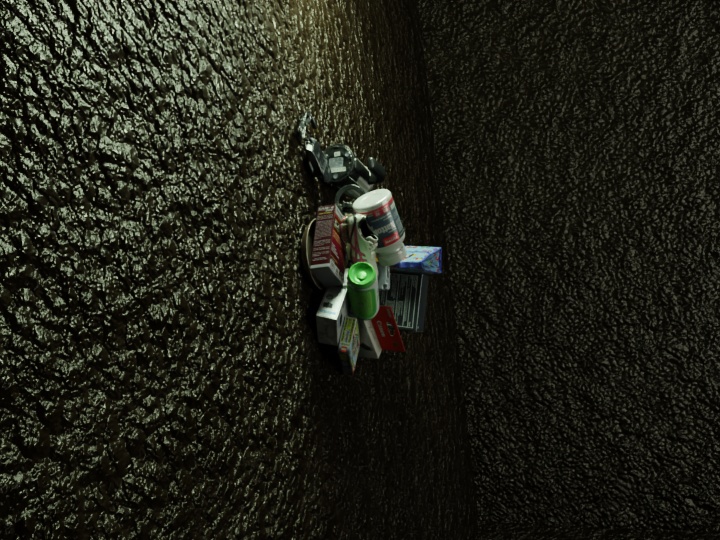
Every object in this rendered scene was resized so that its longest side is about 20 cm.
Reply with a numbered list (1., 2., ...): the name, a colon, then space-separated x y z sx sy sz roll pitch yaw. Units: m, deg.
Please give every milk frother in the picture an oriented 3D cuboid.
1. milk frother: -0.028 -0.259 1.710 0.188 0.178 0.203 24 83 -66

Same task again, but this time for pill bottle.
1. pill bottle: 0.064 -0.121 1.596 0.120 0.118 0.202 -66 138 -55

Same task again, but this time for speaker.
1. speaker: 0.009 0.062 1.544 0.201 0.087 0.090 83 12 -57

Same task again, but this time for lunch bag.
1. lunch bag: 0.174 -0.027 1.878 0.199 0.148 0.096 -16 108 -60

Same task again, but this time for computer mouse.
1. computer mouse: -0.139 -0.354 1.584 0.142 0.045 0.201 -84 153 -43

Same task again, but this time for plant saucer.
1. plant saucer: -0.122 -0.044 1.548 0.200 0.032 0.204 -7 90 -71

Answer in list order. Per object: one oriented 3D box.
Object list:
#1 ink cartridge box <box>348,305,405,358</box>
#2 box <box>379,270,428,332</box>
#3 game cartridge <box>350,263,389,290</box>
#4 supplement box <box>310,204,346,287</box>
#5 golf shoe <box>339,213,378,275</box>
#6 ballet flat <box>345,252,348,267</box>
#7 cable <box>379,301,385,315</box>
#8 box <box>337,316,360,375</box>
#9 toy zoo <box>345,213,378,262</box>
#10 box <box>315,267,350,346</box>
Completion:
1. ink cartridge box: 0.033 0.193 1.707 0.044 0.171 0.202 -59 141 -43
2. box: 0.128 0.106 1.930 0.123 0.195 0.204 13 83 -69
3. game cartridge: 0.031 -0.029 1.831 0.041 0.131 0.204 30 58 -67
4. supplement box: -0.084 -0.069 1.529 0.109 0.060 0.203 55 34 -55
5. golf shoe: 0.012 -0.062 1.536 0.073 0.091 0.203 -43 118 -44
6. ballet flat: -0.057 -0.093 1.704 0.068 0.061 0.203 -53 134 -63
7. cable: 0.023 0.095 1.745 0.050 0.199 0.099 -28 103 -32
8. box: -0.033 0.225 1.616 0.201 0.034 0.112 83 18 -63
9. toy zoo: 0.021 -0.094 1.656 0.199 0.020 0.134 4 82 -58
10. box: -0.068 0.098 1.559 0.202 0.059 0.118 -71 166 -46
